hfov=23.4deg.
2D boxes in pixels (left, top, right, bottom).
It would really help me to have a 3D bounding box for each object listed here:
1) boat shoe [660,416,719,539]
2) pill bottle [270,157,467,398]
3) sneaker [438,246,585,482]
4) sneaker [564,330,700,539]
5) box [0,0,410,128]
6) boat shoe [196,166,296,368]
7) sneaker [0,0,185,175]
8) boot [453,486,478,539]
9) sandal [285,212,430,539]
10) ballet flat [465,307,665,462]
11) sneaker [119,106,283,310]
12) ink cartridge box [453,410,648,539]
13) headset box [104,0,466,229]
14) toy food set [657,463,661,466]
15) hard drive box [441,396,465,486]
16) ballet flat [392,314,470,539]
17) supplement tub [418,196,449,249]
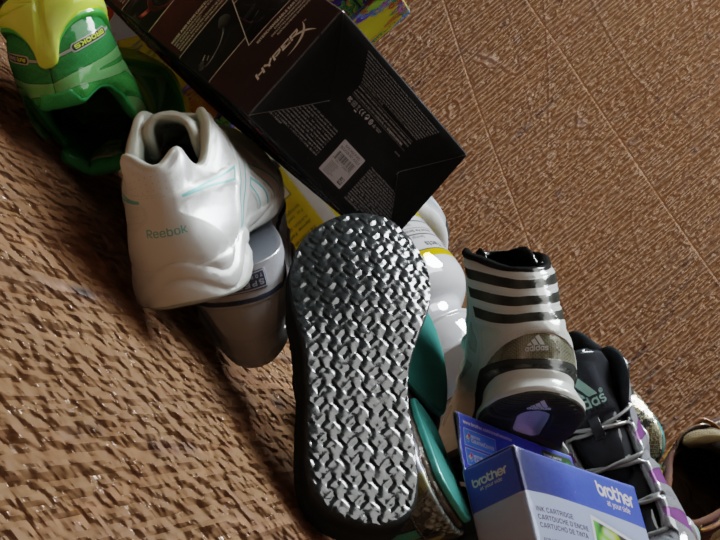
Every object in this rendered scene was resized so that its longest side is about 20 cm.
[{"bbox_3d":[0.234,0.138,1.161,0.072,0.072,0.200,40,35,16],"label":"boat shoe"},{"bbox_3d":[0.000,0.000,1.196,0.200,0.112,0.112,52,6,23],"label":"pill bottle"},{"bbox_3d":[0.086,0.052,1.001,0.201,0.075,0.116,111,-19,-67],"label":"sneaker"},{"bbox_3d":[0.141,0.104,1.038,0.200,0.077,0.140,-118,-172,-57],"label":"sneaker"},{"bbox_3d":[-0.106,-0.186,1.150,0.193,0.200,0.122,51,5,5],"label":"box"},{"bbox_3d":[-0.071,-0.005,0.960,0.200,0.073,0.066,-95,173,-69],"label":"boat shoe"},{"bbox_3d":[-0.145,-0.086,0.944,0.200,0.074,0.084,47,32,-73],"label":"sneaker"},{"bbox_3d":[0.121,0.204,1.007,0.200,0.077,0.138,49,1,-21],"label":"boot"},{"bbox_3d":[-0.009,0.052,0.866,0.075,0.048,0.201,16,47,-13],"label":"sandal"},{"bbox_3d":[0.132,0.079,1.237,0.075,0.068,0.200,16,20,-37],"label":"ballet flat"},{"bbox_3d":[-0.081,-0.051,0.881,0.200,0.070,0.081,-90,168,-70],"label":"sneaker"},{"bbox_3d":[0.112,0.166,0.875,0.119,0.042,0.201,24,42,-46],"label":"ink cartridge box"},{"bbox_3d":[-0.054,-0.118,0.970,0.200,0.075,0.149,41,-2,41],"label":"headset box"},{"bbox_3d":[0.272,0.195,1.254,0.200,0.049,0.198,31,15,17],"label":"toy food set"},{"bbox_3d":[0.122,0.163,1.239,0.156,0.077,0.200,51,5,15],"label":"hard drive box"},{"bbox_3d":[0.012,0.080,0.931,0.072,0.072,0.201,47,18,-25],"label":"ballet flat"},{"bbox_3d":[-0.021,-0.062,1.396,0.123,0.122,0.200,44,7,-43],"label":"supplement tub"}]
